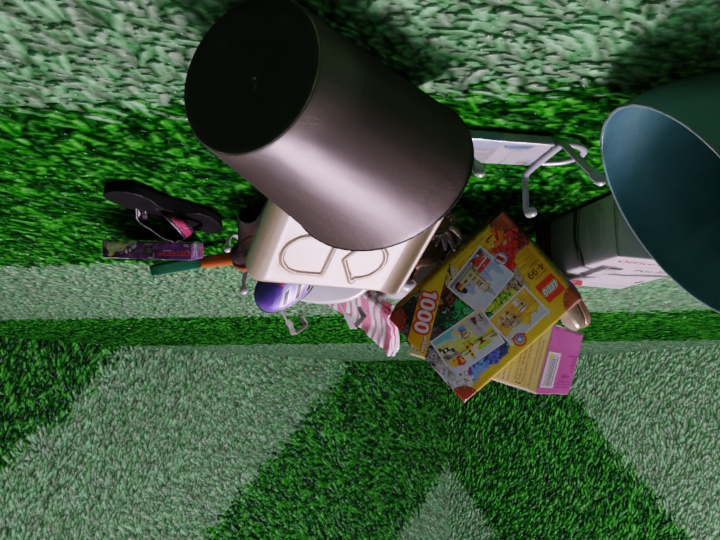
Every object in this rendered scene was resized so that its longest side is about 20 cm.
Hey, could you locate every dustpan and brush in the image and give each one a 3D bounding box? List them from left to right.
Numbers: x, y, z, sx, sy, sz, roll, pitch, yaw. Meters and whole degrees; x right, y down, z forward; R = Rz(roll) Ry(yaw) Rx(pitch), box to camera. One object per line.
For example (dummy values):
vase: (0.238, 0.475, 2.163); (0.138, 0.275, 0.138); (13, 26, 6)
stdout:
dustpan and brush: (0.000, 0.000, 1.156); (0.197, 0.141, 0.057); (23, -157, -11)

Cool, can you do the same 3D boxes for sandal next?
sandal: (-0.252, -0.065, 1.077); (0.074, 0.046, 0.199); (-5, 168, 26)

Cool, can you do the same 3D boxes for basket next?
basket: (-0.031, -0.107, 0.642); (0.177, 0.139, 0.199); (-9, 163, 26)

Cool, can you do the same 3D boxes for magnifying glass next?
magnifying glass: (-0.264, -0.011, 1.356); (0.198, 0.023, 0.079); (-8, -173, 39)

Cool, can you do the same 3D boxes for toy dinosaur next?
toy dinosaur: (0.089, -0.045, 1.101); (0.135, 0.087, 0.199); (-32, 169, 23)

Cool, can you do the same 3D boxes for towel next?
towel: (-0.020, 0.043, 1.312); (0.199, 0.030, 0.147); (36, 160, 23)

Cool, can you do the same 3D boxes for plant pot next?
plant pot: (0.312, -0.081, 0.683); (0.134, 0.202, 0.200); (-33, 171, -6)

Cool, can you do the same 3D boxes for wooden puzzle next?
wooden puzzle: (-0.017, -0.055, 0.964); (0.197, 0.047, 0.187); (9, 133, -22)

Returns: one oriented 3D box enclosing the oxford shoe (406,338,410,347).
oxford shoe: (0.112, 0.058, 1.412); (0.072, 0.201, 0.085); (21, 128, 11)

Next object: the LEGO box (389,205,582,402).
LEGO box: (0.159, 0.042, 1.084); (0.200, 0.149, 0.077); (-44, 180, 14)

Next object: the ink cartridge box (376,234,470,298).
ink cartridge box: (0.108, -0.004, 1.290); (0.196, 0.085, 0.146); (3, 170, -16)

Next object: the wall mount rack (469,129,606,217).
wall mount rack: (0.141, -0.098, 0.817); (0.196, 0.076, 0.174); (2, 169, -11)

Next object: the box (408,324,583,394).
box: (0.200, 0.106, 1.226); (0.197, 0.098, 0.175); (16, 180, 28)

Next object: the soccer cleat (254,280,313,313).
soccer cleat: (-0.065, -0.019, 1.062); (0.199, 0.069, 0.073); (-38, 170, 12)

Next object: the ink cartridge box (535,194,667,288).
ink cartridge box: (0.345, -0.034, 1.129); (0.144, 0.085, 0.200); (4, 169, -16)

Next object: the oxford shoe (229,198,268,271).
oxford shoe: (-0.131, -0.054, 1.097); (0.073, 0.072, 0.199); (45, 147, -13)

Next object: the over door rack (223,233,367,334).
over door rack: (-0.101, 0.024, 1.241); (0.146, 0.067, 0.201); (-8, 127, 42)

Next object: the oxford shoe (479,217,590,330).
oxford shoe: (0.223, 0.021, 1.147); (0.199, 0.074, 0.071); (41, 157, 9)

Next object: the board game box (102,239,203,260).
board game box: (-0.292, -0.030, 1.210); (0.118, 0.033, 0.200); (-3, -178, -5)
